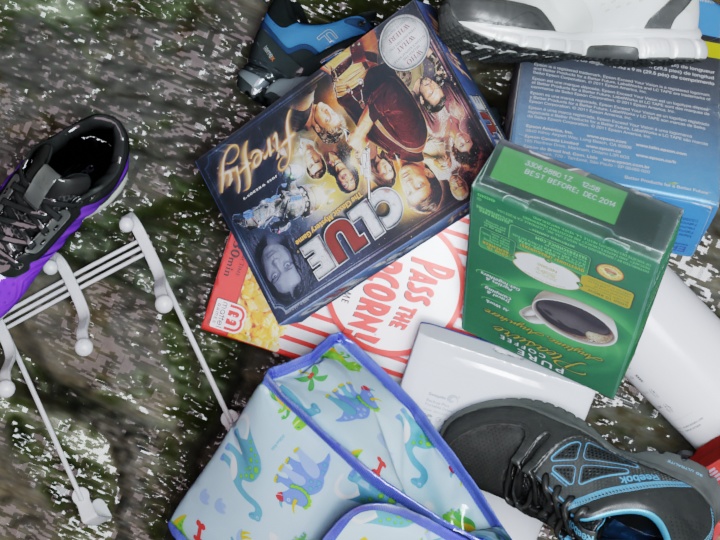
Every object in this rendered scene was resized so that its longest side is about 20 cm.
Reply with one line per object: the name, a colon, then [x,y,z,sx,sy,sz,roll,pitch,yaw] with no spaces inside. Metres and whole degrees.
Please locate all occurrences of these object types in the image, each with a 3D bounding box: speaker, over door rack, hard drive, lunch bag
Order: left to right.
over door rack: [-0.187,0.077,1.004,0.147,0.067,0.201,-27,93,6]
lunch bag: [-0.012,0.178,0.934,0.200,0.127,0.170,43,122,12]
hard drive: [0.078,0.146,0.984,0.131,0.025,0.201,17,115,1]
speaker: [0.221,0.053,0.972,0.081,0.081,0.200,-45,91,6]

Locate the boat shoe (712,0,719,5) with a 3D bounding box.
boat shoe: [0.226,-0.257,0.954,0.200,0.074,0.069,34,84,-1]

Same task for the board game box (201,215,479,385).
board game box: [0.000,0.000,0.996,0.199,0.046,0.152,17,97,1]

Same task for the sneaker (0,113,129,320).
sneaker: [-0.233,-0.041,0.936,0.070,0.100,0.200,40,63,-5]

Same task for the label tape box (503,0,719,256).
label tape box: [0.179,-0.117,0.955,0.144,0.063,0.201,11,55,2]

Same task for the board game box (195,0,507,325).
board game box: [-0.004,-0.069,0.910,0.200,0.035,0.136,-33,78,24]

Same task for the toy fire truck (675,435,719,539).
toy fire truck: [0.261,0.195,0.950,0.141,0.049,0.200,47,129,-1]

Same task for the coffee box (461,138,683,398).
coffee box: [0.129,0.004,0.862,0.123,0.200,0.044,23,65,15]

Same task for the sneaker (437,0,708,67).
sneaker: [0.138,-0.175,0.881,0.199,0.074,0.080,-4,97,-26]

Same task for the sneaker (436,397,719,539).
sneaker: [0.140,0.144,0.902,0.199,0.082,0.073,13,121,20]

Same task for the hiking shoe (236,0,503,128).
hiking shoe: [0.010,-0.142,0.963,0.199,0.074,0.087,16,93,8]
